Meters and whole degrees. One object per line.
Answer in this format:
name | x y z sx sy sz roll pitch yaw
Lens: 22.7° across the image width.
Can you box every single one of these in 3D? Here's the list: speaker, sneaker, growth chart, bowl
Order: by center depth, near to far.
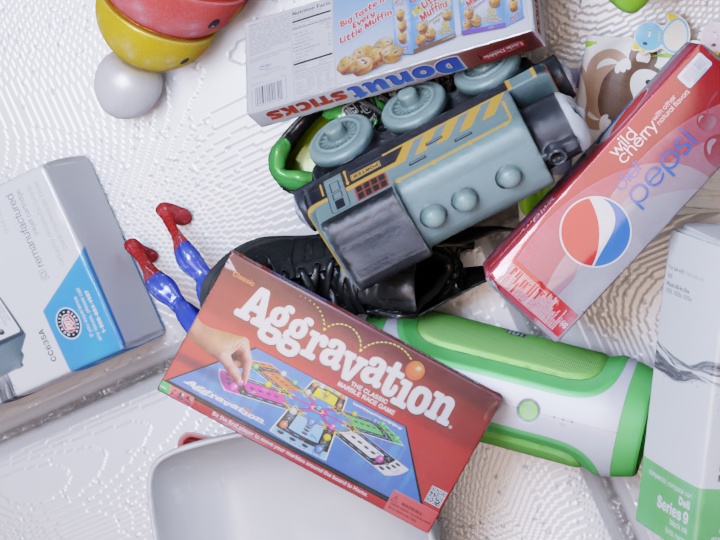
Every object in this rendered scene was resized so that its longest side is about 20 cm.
growth chart | 0.195 -0.097 1.193 0.200 0.018 0.145 -8 97 8
sneaker | 0.000 0.003 1.196 0.104 0.200 0.060 11 111 50
sneaker | 0.025 -0.108 1.214 0.200 0.085 0.078 -37 87 15
speaker | 0.098 0.080 1.219 0.200 0.088 0.088 14 101 13
bowl | -0.034 0.199 1.243 0.200 0.075 0.200 -11 94 17

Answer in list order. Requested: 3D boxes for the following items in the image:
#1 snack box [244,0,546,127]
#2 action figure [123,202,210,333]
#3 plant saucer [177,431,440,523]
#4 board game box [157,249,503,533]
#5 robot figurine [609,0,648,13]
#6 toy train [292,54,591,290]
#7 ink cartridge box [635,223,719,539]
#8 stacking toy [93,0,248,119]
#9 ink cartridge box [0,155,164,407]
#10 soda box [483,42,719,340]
snack box | 0.019 -0.151 1.149 0.200 0.024 0.072 -14 62 21
action figure | -0.101 0.038 1.246 0.065 0.052 0.200 -43 50 13
plant saucer | -0.044 0.227 1.307 0.200 0.037 0.200 10 100 15
board game box | -0.019 0.079 1.160 0.200 0.019 0.103 28 94 -4
robot figurine | 0.197 -0.264 1.127 0.175 0.116 0.200 30 104 -14
toy train | 0.052 -0.067 1.138 0.200 0.114 0.085 -26 125 6
ink cartridge box | 0.267 0.076 1.143 0.146 0.084 0.200 2 100 -16
stacking toy | -0.136 -0.190 1.247 0.146 0.146 0.200 33 124 9
ink cartridge box | -0.269 0.023 1.317 0.200 0.086 0.146 -24 91 16
soda box | 0.168 -0.052 1.147 0.063 0.070 0.200 42 98 -4
